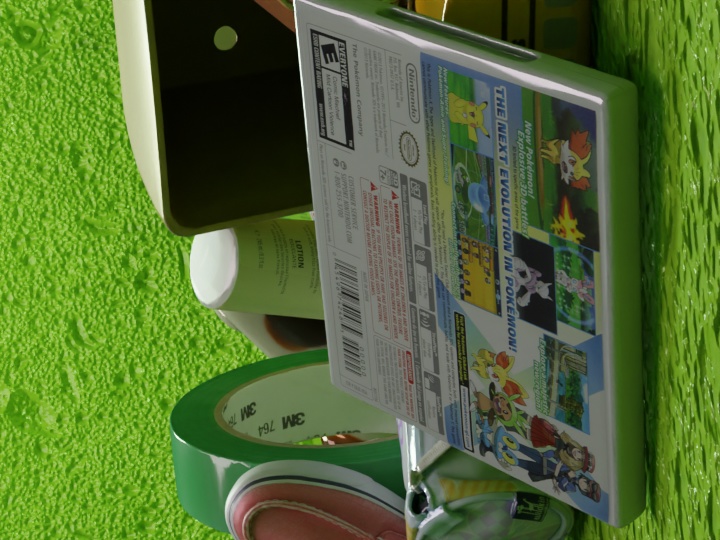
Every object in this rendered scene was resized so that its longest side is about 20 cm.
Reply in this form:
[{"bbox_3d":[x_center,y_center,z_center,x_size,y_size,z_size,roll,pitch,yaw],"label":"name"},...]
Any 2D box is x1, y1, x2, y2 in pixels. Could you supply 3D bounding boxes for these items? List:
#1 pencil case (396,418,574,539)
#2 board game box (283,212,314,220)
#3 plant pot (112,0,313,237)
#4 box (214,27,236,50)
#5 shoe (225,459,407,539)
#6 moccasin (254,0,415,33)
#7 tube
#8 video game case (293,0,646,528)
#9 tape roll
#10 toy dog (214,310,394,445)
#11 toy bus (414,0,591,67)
[{"bbox_3d":[0.052,0.060,1.132,0.083,0.090,0.201,123,150,-44],"label":"pencil case"},{"bbox_3d":[-0.026,-0.029,1.352,0.199,0.047,0.102,12,127,59],"label":"board game box"},{"bbox_3d":[-0.049,-0.154,1.210,0.176,0.198,0.202,-143,45,-62],"label":"plant pot"},{"bbox_3d":[-0.053,-0.138,1.482,0.095,0.198,0.078,93,170,-58],"label":"box"},{"bbox_3d":[0.018,0.172,1.115,0.072,0.199,0.091,-57,8,21],"label":"shoe"},{"bbox_3d":[0.002,-0.140,1.047,0.201,0.074,0.078,39,168,3],"label":"moccasin"},{"bbox_3d":[0.000,0.000,1.224,0.052,0.199,0.058,39,117,48],"label":"tube"},{"bbox_3d":[0.046,-0.009,0.931,0.182,0.022,0.202,24,130,41],"label":"video game case"},{"bbox_3d":[-0.009,0.096,1.246,0.201,0.198,0.049,-113,17,-73],"label":"tape roll"},{"bbox_3d":[-0.011,0.037,1.526,0.200,0.139,0.194,51,-176,18],"label":"toy dog"},{"bbox_3d":[0.061,-0.060,0.983,0.065,0.077,0.202,-106,12,-57],"label":"toy bus"}]
